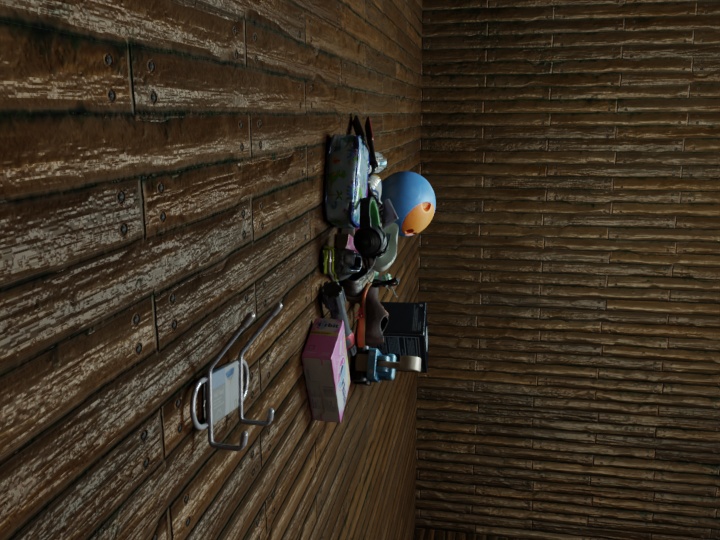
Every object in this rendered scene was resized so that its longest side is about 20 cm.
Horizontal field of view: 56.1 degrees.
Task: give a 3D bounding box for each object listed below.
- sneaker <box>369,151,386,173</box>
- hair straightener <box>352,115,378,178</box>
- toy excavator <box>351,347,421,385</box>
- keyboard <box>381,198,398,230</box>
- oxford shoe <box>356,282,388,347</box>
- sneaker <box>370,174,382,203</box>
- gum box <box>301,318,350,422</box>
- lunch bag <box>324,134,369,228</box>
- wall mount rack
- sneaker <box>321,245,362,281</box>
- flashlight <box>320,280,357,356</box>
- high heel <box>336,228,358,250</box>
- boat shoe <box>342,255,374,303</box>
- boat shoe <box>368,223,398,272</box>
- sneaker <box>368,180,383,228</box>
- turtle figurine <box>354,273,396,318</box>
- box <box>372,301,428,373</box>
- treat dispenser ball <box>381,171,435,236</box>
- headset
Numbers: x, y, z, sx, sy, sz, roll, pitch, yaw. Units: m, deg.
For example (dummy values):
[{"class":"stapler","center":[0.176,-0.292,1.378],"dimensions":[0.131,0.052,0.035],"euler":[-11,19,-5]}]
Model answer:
[{"class":"sneaker","center":[0.025,-0.291,1.806],"dimensions":[0.200,0.085,0.077],"euler":[-50,143,-72]},{"class":"hair straightener","center":[-0.002,-0.312,1.706],"dimensions":[0.041,0.075,0.203],"euler":[119,-31,-54]},{"class":"toy excavator","center":[0.074,0.260,1.864],"dimensions":[0.195,0.195,0.102],"euler":[61,32,-71]},{"class":"keyboard","center":[0.038,-0.121,1.752],"dimensions":[0.200,0.011,0.057],"euler":[-36,-108,57]},{"class":"oxford shoe","center":[0.036,0.108,1.647],"dimensions":[0.202,0.071,0.072],"euler":[-82,169,-45]},{"class":"sneaker","center":[0.026,-0.173,1.913],"dimensions":[0.202,0.074,0.089],"euler":[74,31,-41]},{"class":"gum box","center":[-0.069,0.217,1.432],"dimensions":[0.114,0.065,0.203],"euler":[-72,162,-51]},{"class":"lunch bag","center":[-0.029,-0.202,1.547],"dimensions":[0.161,0.081,0.205],"euler":[41,52,-80]},{"class":"wall mount rack","center":[-0.158,0.136,0.907],"dimensions":[0.200,0.073,0.178],"euler":[-19,110,-80]},{"class":"sneaker","center":[-0.033,-0.012,1.549],"dimensions":[0.200,0.079,0.076],"euler":[15,78,-79]},{"class":"flashlight","center":[-0.052,0.112,1.538],"dimensions":[0.069,0.066,0.203],"euler":[-70,155,-46]},{"class":"high heel","center":[-0.010,-0.132,1.665],"dimensions":[0.096,0.066,0.204],"euler":[35,61,-68]},{"class":"boat shoe","center":[0.000,0.000,1.725],"dimensions":[0.201,0.073,0.074],"euler":[-75,176,-53]},{"class":"boat shoe","center":[0.065,-0.048,1.783],"dimensions":[0.202,0.069,0.073],"euler":[-72,169,-51]},{"class":"sneaker","center":[0.024,-0.133,1.692],"dimensions":[0.076,0.081,0.204],"euler":[-16,84,-39]},{"class":"turtle figurine","center":[0.033,0.068,1.878],"dimensions":[0.201,0.099,0.152],"euler":[-104,-146,-68]},{"class":"box","center":[0.101,0.197,2.005],"dimensions":[0.202,0.194,0.125],"euler":[80,13,-48]},{"class":"treat dispenser ball","center":[0.139,-0.210,2.130],"dimensions":[0.201,0.196,0.206],"euler":[2,90,-79]},{"class":"headset","center":[0.038,-0.064,1.509],"dimensions":[0.123,0.092,0.205],"euler":[22,65,-76]}]
